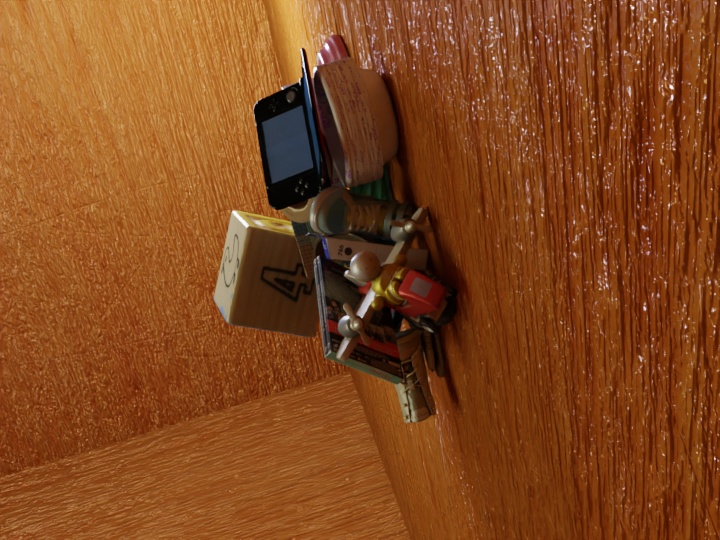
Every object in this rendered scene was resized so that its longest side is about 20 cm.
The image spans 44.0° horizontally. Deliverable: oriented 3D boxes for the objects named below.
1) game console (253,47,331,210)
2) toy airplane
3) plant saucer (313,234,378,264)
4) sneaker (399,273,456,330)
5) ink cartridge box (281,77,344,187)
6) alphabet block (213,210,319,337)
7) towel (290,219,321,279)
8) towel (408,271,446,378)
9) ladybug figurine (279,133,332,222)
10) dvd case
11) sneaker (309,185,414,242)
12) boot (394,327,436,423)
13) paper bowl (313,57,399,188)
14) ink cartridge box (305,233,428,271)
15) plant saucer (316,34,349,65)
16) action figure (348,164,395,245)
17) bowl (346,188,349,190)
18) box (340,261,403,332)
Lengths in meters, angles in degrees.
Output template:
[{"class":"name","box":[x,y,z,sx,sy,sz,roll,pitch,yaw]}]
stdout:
[{"class":"game console","box":[-0.117,-0.223,1.437,0.118,0.171,0.202,18,-122,-60]},{"class":"toy airplane","box":[0.032,0.016,1.320,0.141,0.198,0.201,38,-149,-34]},{"class":"plant saucer","box":[0.000,0.000,1.664,0.199,0.030,0.201,25,142,21]},{"class":"sneaker","box":[0.111,0.061,1.419,0.115,0.075,0.200,42,172,-32]},{"class":"ink cartridge box","box":[-0.049,-0.255,1.652,0.084,0.144,0.202,-121,16,-65]},{"class":"alphabet block","box":[-0.179,0.005,1.837,0.195,0.194,0.202,-146,67,-66]},{"class":"towel","box":[-0.027,-0.068,1.715,0.022,0.198,0.148,-69,-34,-68]},{"class":"towel","box":[0.103,0.073,1.607,0.193,0.034,0.202,-117,13,-63]},{"class":"ladybug figurine","box":[-0.101,-0.180,1.577,0.135,0.072,0.202,30,134,22]},{"class":"dvd case","box":[-0.004,0.077,1.416,0.022,0.145,0.201,-44,38,33]},{"class":"sneaker","box":[0.016,-0.086,1.435,0.199,0.129,0.081,-10,-68,-57]},{"class":"boot","box":[0.086,0.183,1.534,0.200,0.071,0.157,60,-163,-80]},{"class":"paper bowl","box":[-0.003,-0.242,1.439,0.201,0.103,0.203,165,90,-84]},{"class":"ink cartridge box","box":[0.007,-0.029,1.467,0.099,0.197,0.040,-164,83,-84]},{"class":"plant saucer","box":[-0.044,-0.365,1.778,0.200,0.050,0.203,165,90,-84]},{"class":"action figure","box":[0.016,-0.146,1.633,0.055,0.117,0.202,-91,-3,-64]},{"class":"bowl","box":[-0.024,-0.076,1.882,0.200,0.104,0.204,-171,90,-70]},{"class":"box","box":[0.015,0.068,1.645,0.136,0.038,0.201,38,146,22]}]
